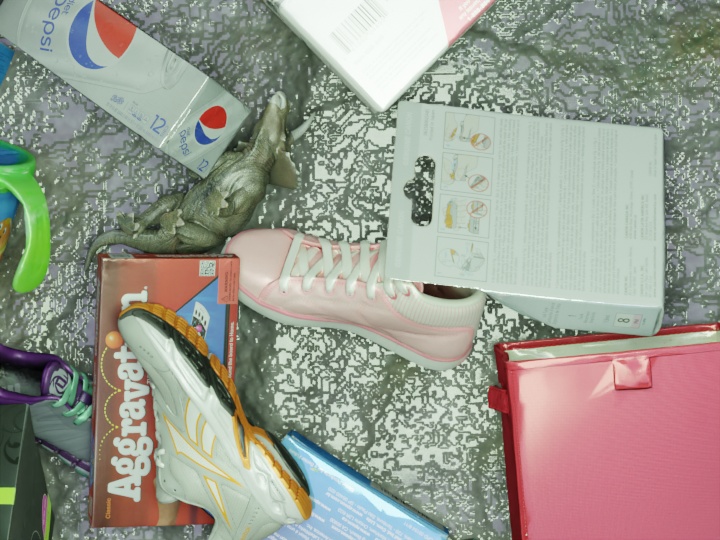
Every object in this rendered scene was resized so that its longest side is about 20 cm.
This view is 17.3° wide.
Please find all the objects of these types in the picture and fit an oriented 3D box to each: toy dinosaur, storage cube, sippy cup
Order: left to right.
[{"bbox_3d":[-0.315,-0.031,1.732,0.139,0.178,0.131,6,104,-27],"label":"sippy cup"},{"bbox_3d":[-0.114,-0.044,1.746,0.200,0.102,0.077,-44,64,14],"label":"toy dinosaur"},{"bbox_3d":[0.195,0.138,1.699,0.199,0.171,0.180,-5,92,0],"label":"storage cube"}]

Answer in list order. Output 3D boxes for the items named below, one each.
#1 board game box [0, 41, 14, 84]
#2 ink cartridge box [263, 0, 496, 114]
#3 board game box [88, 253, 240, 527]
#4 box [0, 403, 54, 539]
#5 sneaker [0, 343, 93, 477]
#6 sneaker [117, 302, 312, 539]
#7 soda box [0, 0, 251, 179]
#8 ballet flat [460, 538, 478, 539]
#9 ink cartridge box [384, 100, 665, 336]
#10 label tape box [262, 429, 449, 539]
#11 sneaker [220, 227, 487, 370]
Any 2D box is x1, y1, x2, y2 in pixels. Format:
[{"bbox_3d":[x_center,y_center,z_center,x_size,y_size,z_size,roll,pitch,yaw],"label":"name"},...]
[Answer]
[{"bbox_3d":[-0.360,-0.178,1.690,0.195,0.200,0.056,23,90,0],"label":"board game box"},{"bbox_3d":[-0.005,-0.234,1.741,0.146,0.085,0.200,-44,92,1],"label":"ink cartridge box"},{"bbox_3d":[-0.143,0.087,1.719,0.103,0.019,0.201,0,101,-16],"label":"board game box"},{"bbox_3d":[-0.331,0.193,1.700,0.199,0.149,0.125,-5,130,3],"label":"box"},{"bbox_3d":[-0.202,0.107,1.739,0.200,0.088,0.075,18,69,1],"label":"sneaker"},{"bbox_3d":[-0.123,0.118,1.684,0.092,0.076,0.200,-33,99,10],"label":"sneaker"},{"bbox_3d":[-0.175,-0.147,1.707,0.200,0.068,0.064,36,91,32],"label":"soda box"},{"bbox_3d":[0.093,0.299,1.750,0.073,0.073,0.201,-2,88,1],"label":"ballet flat"},{"bbox_3d":[0.121,-0.039,1.719,0.199,0.057,0.163,4,57,2],"label":"ink cartridge box"},{"bbox_3d":[-0.047,0.240,1.758,0.144,0.063,0.200,33,91,0],"label":"label tape box"},{"bbox_3d":[0.000,0.000,1.726,0.200,0.105,0.075,20,56,-3],"label":"sneaker"}]
